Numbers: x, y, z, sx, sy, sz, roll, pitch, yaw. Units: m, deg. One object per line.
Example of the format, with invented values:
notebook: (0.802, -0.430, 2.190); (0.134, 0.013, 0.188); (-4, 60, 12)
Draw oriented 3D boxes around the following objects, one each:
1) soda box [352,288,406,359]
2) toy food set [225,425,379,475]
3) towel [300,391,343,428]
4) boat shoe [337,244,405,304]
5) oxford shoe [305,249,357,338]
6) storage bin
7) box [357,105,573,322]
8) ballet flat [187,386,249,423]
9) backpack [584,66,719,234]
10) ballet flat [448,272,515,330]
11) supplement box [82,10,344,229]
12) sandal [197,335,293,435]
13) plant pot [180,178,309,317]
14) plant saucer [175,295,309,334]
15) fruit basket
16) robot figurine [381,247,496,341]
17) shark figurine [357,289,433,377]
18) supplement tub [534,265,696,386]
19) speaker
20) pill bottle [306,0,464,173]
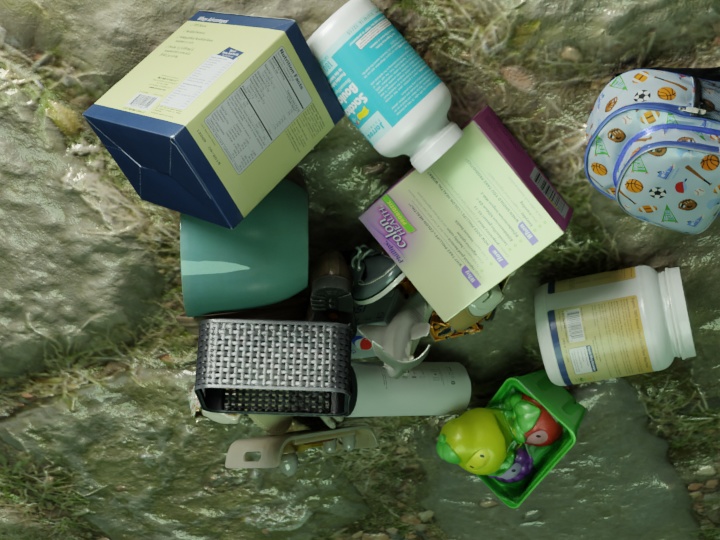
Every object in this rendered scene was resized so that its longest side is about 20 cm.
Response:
soda box: (-0.016, 0.083, 1.608); (0.199, 0.064, 0.068); (-11, 130, 39)
toy food set: (-0.090, 0.281, 1.747); (0.199, 0.061, 0.143); (-2, 172, -40)
towel: (-0.089, 0.157, 1.649); (0.034, 0.132, 0.200); (-43, 157, -7)
boat shoe: (0.000, 0.000, 1.515); (0.062, 0.073, 0.200); (53, 161, -14)
oxford shoe: (-0.038, 0.041, 1.500); (0.072, 0.085, 0.201); (4, 147, -7)
storage bin: (-0.111, 0.129, 1.474); (0.198, 0.095, 0.135); (3, 159, -1)
box: (0.133, -0.070, 1.414); (0.200, 0.097, 0.176); (-39, 94, 25)
ballet flat: (-0.178, 0.217, 1.782); (0.198, 0.064, 0.076); (-2, 131, 8)
backpack: (0.363, -0.146, 1.345); (0.189, 0.155, 0.201); (18, 135, 5)
ballet flat: (0.176, 0.004, 1.504); (0.068, 0.063, 0.201); (11, 113, -31)
supplement box: (-0.167, -0.179, 1.286); (0.199, 0.200, 0.135); (19, 148, 46)
sandal: (-0.169, 0.150, 1.728); (0.077, 0.070, 0.212); (-35, 100, 7)
plant pot: (-0.146, -0.040, 1.467); (0.159, 0.202, 0.202); (0, 132, -3)
plant saucer: (-0.157, 0.063, 1.568); (0.198, 0.200, 0.030); (-7, 92, 13)
fruit basket: (0.214, 0.258, 1.680); (0.155, 0.215, 0.216); (43, 132, 15)
robot figurine: (0.110, 0.024, 1.579); (0.144, 0.058, 0.201); (-15, 128, 20)
shark figurine: (0.037, 0.094, 1.460); (0.089, 0.215, 0.129); (25, 116, 0)
supplement tub: (0.347, 0.073, 1.537); (0.198, 0.145, 0.145); (-11, 130, 16)
speaker: (0.061, 0.174, 1.656); (0.198, 0.082, 0.081); (2, 137, -29)
pill bottle: (0.030, -0.210, 1.304); (0.200, 0.111, 0.111); (48, 124, -3)
